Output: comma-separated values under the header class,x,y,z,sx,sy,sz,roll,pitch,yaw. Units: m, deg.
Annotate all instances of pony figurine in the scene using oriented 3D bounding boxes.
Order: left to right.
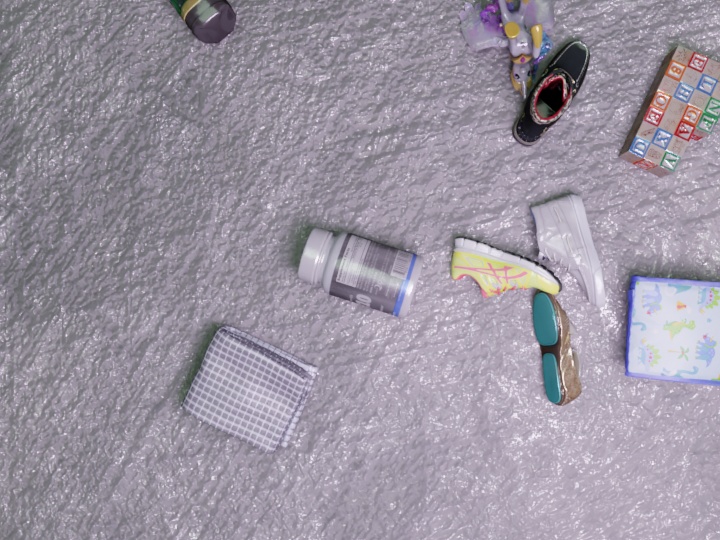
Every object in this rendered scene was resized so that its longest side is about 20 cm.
class,x,y,z,sx,sy,sz,roll,pitch,yaw
pony figurine,0.257,-0.412,1.123,0.165,0.200,0.195,-13,72,10

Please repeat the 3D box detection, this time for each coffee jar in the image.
class,x,y,z,sx,sy,sz,roll,pitch,yaw
coffee jar,-0.308,-0.505,1.186,0.085,0.104,0.201,-37,87,5

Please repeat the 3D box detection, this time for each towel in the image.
class,x,y,z,sx,sy,sz,roll,pitch,yaw
towel,-0.194,0.210,1.171,0.199,0.086,0.167,26,91,4

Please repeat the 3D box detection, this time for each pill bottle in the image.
class,x,y,z,sx,sy,sz,roll,pitch,yaw
pill bottle,0.000,0.000,1.149,0.198,0.114,0.115,18,90,4

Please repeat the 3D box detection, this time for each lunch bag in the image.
class,x,y,z,sx,sy,sz,roll,pitch,yaw
lunch bag,0.539,0.099,1.107,0.198,0.127,0.172,4,89,-6

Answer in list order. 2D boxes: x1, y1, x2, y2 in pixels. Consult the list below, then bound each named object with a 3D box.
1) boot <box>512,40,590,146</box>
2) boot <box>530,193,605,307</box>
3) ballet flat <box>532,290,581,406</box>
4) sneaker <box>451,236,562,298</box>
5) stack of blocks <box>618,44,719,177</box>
class,x,y,z,sx,sy,sz,roll,pitch,yaw
boot,0.336,-0.312,1.115,0.073,0.154,0.204,33,91,4
boot,0.356,-0.027,1.156,0.095,0.074,0.202,-14,80,10
ballet flat,0.346,0.131,1.158,0.065,0.070,0.202,-6,91,-24
sneaker,0.247,0.011,1.152,0.199,0.078,0.091,21,96,22
stack of blocks,0.547,-0.266,1.148,0.114,0.059,0.201,26,90,4
